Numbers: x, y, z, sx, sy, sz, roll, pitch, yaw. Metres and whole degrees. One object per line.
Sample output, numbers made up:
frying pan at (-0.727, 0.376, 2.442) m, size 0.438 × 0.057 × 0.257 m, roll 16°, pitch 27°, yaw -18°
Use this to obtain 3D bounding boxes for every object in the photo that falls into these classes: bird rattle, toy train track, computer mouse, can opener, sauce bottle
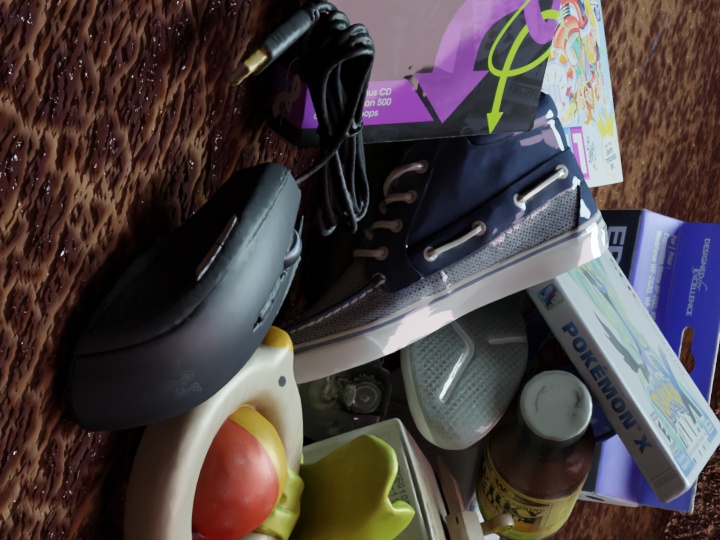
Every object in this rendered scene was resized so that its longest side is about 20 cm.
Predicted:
bird rattle at (-0.074, 0.116, 0.894) m, size 0.200 × 0.112 × 0.165 m, roll -34°, pitch 130°, yaw -44°
toy train track at (0.082, 0.172, 1.134) m, size 0.200 × 0.032 × 0.116 m, roll 61°, pitch 13°, yaw -69°
computer mouse at (-0.046, -0.021, 0.795) m, size 0.200 × 0.046 × 0.141 m, roll -42°, pitch 147°, yaw -37°
can opener at (0.000, 0.000, 1.051) m, size 0.067 × 0.053 × 0.202 m, roll -118°, pitch -142°, yaw -67°
sauce bottle at (0.103, 0.107, 1.113) m, size 0.200 × 0.064 × 0.065 m, roll 89°, pitch 24°, yaw -67°

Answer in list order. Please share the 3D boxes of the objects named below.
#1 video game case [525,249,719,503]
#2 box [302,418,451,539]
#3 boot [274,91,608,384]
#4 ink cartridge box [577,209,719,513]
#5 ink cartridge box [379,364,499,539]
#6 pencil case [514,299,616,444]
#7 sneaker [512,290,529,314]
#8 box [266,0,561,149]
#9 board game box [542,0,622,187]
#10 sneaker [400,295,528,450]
video game case at (0.149, 0.038, 1.122) m, size 0.022 × 0.183 × 0.200 m, roll -34°, pitch 174°, yaw 16°
box at (0.008, 0.158, 1.095) m, size 0.200 × 0.094 × 0.078 m, roll 56°, pitch 16°, yaw -67°
boot at (0.024, -0.016, 0.983) m, size 0.091 × 0.198 × 0.073 m, roll 67°, pitch -11°, yaw -8°
ink cartridge box at (0.160, 0.058, 1.324) m, size 0.043 × 0.199 × 0.200 m, roll 16°, pitch 81°, yaw -38°
ink cartridge box at (0.045, 0.164, 1.284) m, size 0.146 × 0.084 × 0.202 m, roll -33°, pitch 137°, yaw -65°
pencil case at (0.119, 0.035, 1.253) m, size 0.087 × 0.078 × 0.201 m, roll -39°, pitch -147°, yaw 17°
sneaker at (0.075, -0.044, 1.200) m, size 0.085 × 0.072 × 0.202 m, roll 45°, pitch 55°, yaw -65°
box at (0.037, -0.157, 0.876) m, size 0.142 × 0.036 × 0.202 m, roll -7°, pitch 119°, yaw -33°
board game box at (0.101, -0.112, 1.127) m, size 0.200 × 0.034 × 0.136 m, roll -13°, pitch 96°, yaw -64°
sneaker at (0.052, 0.030, 1.097) m, size 0.202 × 0.070 × 0.081 m, roll -88°, pitch -165°, yaw -44°
